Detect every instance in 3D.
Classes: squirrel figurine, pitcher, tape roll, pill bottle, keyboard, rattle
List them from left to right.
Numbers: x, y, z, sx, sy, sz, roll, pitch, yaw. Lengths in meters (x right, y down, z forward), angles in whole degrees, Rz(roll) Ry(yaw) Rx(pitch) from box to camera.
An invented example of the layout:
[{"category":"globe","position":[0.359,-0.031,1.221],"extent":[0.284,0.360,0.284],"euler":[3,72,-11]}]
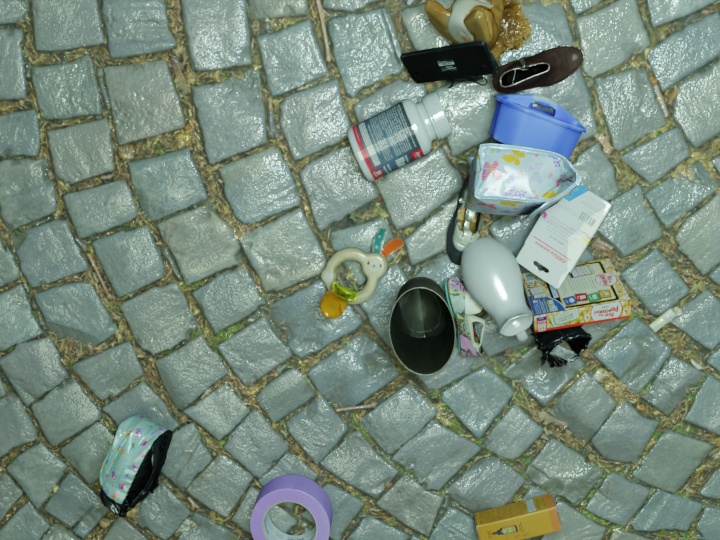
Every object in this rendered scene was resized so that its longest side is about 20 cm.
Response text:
[{"category":"tape roll","position":[-0.167,0.606,1.692],"extent":[0.194,0.066,0.207],"euler":[1,104,3]},{"category":"rattle","position":[0.000,0.000,1.489],"extent":[0.197,0.142,0.133],"euler":[-30,83,17]},{"category":"pill bottle","position":[0.081,-0.277,1.416],"extent":[0.196,0.120,0.122],"euler":[-25,102,10]},{"category":"keyboard","position":[0.181,-0.411,1.375],"extent":[0.196,0.040,0.104],"euler":[6,149,39]},{"category":"squirrel figurine","position":[0.254,-0.512,1.348],"extent":[0.189,0.140,0.200],"euler":[-56,134,-9]},{"category":"pitcher","position":[0.293,0.046,1.462],"extent":[0.119,0.172,0.204],"euler":[-27,61,8]}]

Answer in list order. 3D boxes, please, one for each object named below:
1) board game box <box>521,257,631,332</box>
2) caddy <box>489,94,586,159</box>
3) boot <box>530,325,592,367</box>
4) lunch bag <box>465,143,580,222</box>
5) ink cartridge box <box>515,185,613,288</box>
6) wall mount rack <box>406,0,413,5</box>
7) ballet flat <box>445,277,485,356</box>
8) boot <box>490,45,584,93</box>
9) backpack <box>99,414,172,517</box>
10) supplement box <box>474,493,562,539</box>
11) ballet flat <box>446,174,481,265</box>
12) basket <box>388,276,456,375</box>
[{"category":"board game box","position":[0.446,0.049,1.457],"extent":[0.194,0.153,0.047],"euler":[-10,125,7]},{"category":"caddy","position":[0.350,-0.293,1.384],"extent":[0.195,0.142,0.107],"euler":[19,111,-2]},{"category":"boot","position":[0.451,0.117,1.471],"extent":[0.195,0.163,0.074],"euler":[-31,103,11]},{"category":"lunch bag","position":[0.310,-0.163,1.345],"extent":[0.194,0.170,0.131],"euler":[5,87,2]},{"category":"ink cartridge box","position":[0.425,-0.078,1.455],"extent":[0.114,0.068,0.203],"euler":[34,105,18]},{"category":"wall mount rack","position":[0.114,-0.633,1.350],"extent":[0.174,0.075,0.200],"euler":[-44,98,9]},{"category":"ballet flat","position":[0.237,0.102,1.513],"extent":[0.069,0.069,0.205],"euler":[0,121,28]},{"category":"boot","position":[0.352,-0.386,1.345],"extent":[0.194,0.167,0.074],"euler":[-15,104,8]},{"category":"backpack","position":[-0.528,0.447,1.633],"extent":[0.124,0.167,0.204],"euler":[25,99,2]},{"category":"supplement box","position":[0.372,0.596,1.652],"extent":[0.195,0.069,0.068],"euler":[-17,103,6]},{"category":"ballet flat","position":[0.226,-0.104,1.478],"extent":[0.071,0.073,0.206],"euler":[12,105,1]},{"category":"basket","position":[0.130,0.097,1.468],"extent":[0.132,0.200,0.186],"euler":[-8,103,7]}]
